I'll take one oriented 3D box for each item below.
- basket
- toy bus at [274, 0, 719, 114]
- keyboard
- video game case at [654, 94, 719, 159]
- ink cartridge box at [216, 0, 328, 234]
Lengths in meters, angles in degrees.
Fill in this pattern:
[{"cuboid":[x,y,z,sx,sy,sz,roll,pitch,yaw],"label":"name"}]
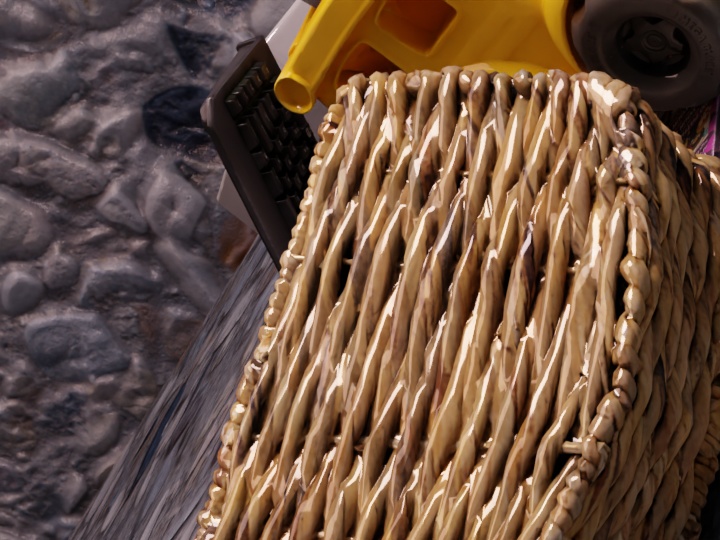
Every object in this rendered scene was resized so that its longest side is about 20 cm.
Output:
[{"cuboid":[0.057,0.054,0.758,0.142,0.149,0.201,2,65,36],"label":"basket"},{"cuboid":[0.046,-0.127,0.880,0.200,0.191,0.136,-52,9,49],"label":"toy bus"},{"cuboid":[0.000,0.000,0.951,0.020,0.201,0.127,-20,19,18],"label":"keyboard"},{"cuboid":[0.101,-0.003,0.924,0.200,0.036,0.182,-57,7,34],"label":"video game case"},{"cuboid":[0.037,-0.075,1.120,0.146,0.144,0.200,-53,-2,-18],"label":"ink cartridge box"}]
